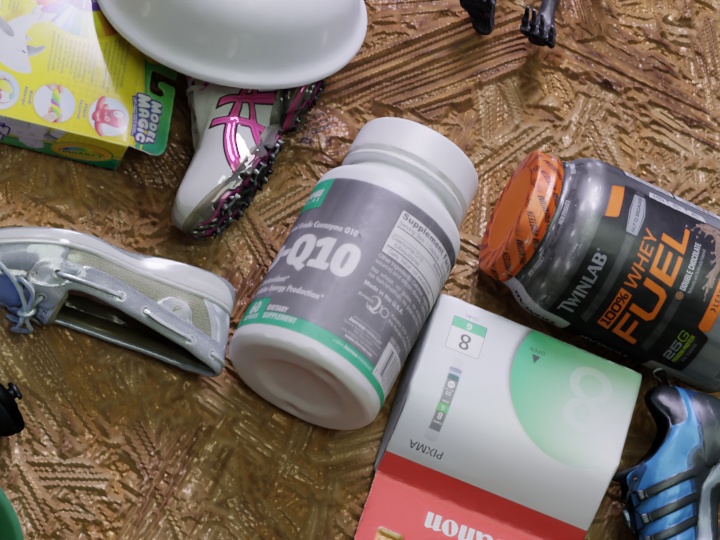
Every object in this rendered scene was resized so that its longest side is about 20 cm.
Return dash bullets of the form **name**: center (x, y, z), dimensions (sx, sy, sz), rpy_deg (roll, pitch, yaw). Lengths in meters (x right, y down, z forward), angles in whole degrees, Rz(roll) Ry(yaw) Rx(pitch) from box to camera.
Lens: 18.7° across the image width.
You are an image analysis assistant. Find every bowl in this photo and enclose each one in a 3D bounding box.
- **bowl**: center (-0.083, -0.225, 1.541), dimensions (0.200, 0.091, 0.201), rpy_deg (10, 42, -9)

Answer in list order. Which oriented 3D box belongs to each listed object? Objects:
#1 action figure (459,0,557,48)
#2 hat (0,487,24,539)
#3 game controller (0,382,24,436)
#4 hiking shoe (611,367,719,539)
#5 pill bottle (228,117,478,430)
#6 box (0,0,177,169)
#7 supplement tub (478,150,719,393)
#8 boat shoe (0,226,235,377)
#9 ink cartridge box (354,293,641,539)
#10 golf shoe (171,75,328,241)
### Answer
- **action figure**: center (0.157, -0.267, 1.679), dimensions (0.119, 0.102, 0.200), rpy_deg (26, 65, 4)
- **hat**: center (-0.295, 0.147, 1.413), dimensions (0.165, 0.176, 0.200), rpy_deg (23, 102, -14)
- **game controller**: center (-0.283, 0.025, 1.413), dimensions (0.042, 0.104, 0.200), rpy_deg (-38, 86, -3)
- **hiking shoe**: center (0.212, 0.177, 1.550), dimensions (0.086, 0.074, 0.201), rpy_deg (21, 74, 0)
- **pill bottle**: center (0.000, 0.000, 1.517), dimensions (0.113, 0.113, 0.200), rpy_deg (31, 63, -6)
- **box**: center (-0.227, -0.145, 1.527), dimensions (0.199, 0.048, 0.118), rpy_deg (13, 66, -13)
- **supplement tub**: center (0.194, -0.002, 1.582), dimensions (0.199, 0.123, 0.123), rpy_deg (24, 65, -10)
- **boat shoe**: center (-0.182, 0.021, 1.469), dimensions (0.201, 0.074, 0.065), rpy_deg (15, 62, -21)
- **ink cartridge box**: center (0.095, 0.135, 1.533), dimensions (0.161, 0.050, 0.200), rpy_deg (22, 62, -7)
- **golf shoe**: center (-0.093, -0.105, 1.550), dimensions (0.092, 0.073, 0.200), rpy_deg (28, 54, 1)
